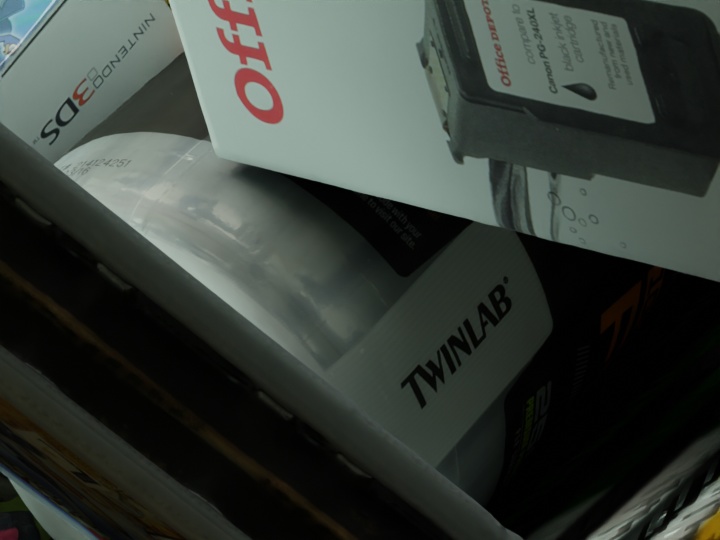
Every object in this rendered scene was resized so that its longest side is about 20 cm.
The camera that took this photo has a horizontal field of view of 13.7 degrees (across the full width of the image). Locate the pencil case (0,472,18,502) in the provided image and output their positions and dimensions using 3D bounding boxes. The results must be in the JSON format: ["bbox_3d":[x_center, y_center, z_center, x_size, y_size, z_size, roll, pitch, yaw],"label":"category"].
[{"bbox_3d":[-0.178,0.045,0.790,0.199,0.078,0.089,-17,8,16],"label":"pencil case"}]

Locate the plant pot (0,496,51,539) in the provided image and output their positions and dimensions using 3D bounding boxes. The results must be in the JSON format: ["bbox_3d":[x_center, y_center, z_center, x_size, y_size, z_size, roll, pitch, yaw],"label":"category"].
[{"bbox_3d":[-0.159,0.042,0.931,0.187,0.187,0.200,-35,31,9],"label":"plant pot"}]

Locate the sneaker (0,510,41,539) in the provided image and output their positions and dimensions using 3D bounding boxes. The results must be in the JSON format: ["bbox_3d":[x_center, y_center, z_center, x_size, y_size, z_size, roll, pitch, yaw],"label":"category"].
[{"bbox_3d":[-0.117,0.106,0.747,0.080,0.075,0.200,-6,-8,-8],"label":"sneaker"}]

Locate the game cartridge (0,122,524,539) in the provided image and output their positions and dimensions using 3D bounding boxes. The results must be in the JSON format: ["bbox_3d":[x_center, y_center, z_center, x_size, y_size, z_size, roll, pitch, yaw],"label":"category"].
[{"bbox_3d":[-0.048,0.020,0.525,0.042,0.200,0.133,-55,13,-16],"label":"game cartridge"}]

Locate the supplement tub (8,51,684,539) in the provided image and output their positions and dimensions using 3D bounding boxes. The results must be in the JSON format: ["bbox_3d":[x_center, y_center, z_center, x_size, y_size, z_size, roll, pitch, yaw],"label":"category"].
[{"bbox_3d":[0.010,-0.015,0.699,0.122,0.123,0.200,-26,15,48],"label":"supplement tub"}]

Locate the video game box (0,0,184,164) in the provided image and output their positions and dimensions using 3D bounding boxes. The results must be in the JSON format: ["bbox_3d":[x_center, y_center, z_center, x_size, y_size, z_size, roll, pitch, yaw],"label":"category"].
[{"bbox_3d":[-0.164,-0.019,0.737,0.199,0.047,0.183,19,66,45],"label":"video game box"}]

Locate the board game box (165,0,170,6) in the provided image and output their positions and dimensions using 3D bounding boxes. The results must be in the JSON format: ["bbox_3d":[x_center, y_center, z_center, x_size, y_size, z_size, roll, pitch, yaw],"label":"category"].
[{"bbox_3d":[-0.112,-0.118,1.161,0.199,0.201,0.199,-30,-24,35],"label":"board game box"}]

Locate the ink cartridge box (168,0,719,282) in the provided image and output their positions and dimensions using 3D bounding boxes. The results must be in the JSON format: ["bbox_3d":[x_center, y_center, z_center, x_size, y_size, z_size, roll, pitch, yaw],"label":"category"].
[{"bbox_3d":[0.052,-0.079,0.539,0.199,0.146,0.083,14,45,35],"label":"ink cartridge box"}]
